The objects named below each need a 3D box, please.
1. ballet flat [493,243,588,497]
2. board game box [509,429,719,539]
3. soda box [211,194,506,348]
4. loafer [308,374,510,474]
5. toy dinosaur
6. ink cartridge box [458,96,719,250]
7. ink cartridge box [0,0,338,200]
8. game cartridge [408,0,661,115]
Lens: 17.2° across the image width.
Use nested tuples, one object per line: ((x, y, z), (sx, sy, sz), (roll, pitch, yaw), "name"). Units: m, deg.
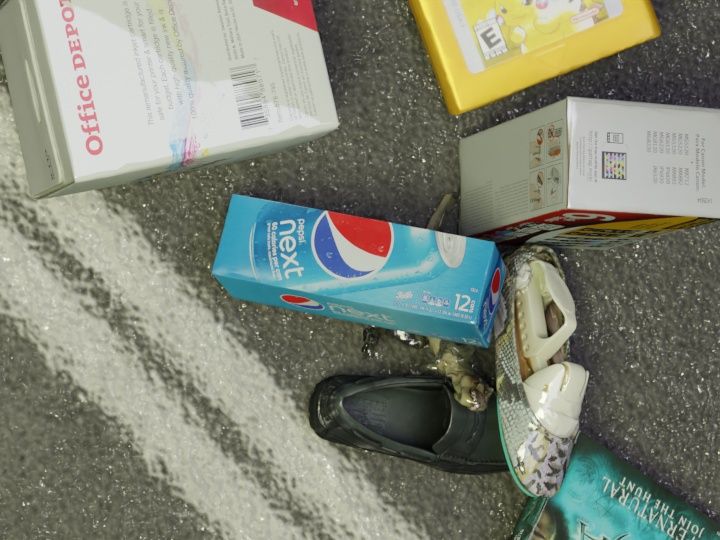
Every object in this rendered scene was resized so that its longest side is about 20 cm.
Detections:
((0.135, 0.067, 1.769), (0.072, 0.072, 0.202), (5, 61, -20), "ballet flat")
((0.202, 0.227, 1.819), (0.200, 0.028, 0.136), (33, 75, -26), "board game box")
((0.000, 0.000, 1.710), (0.199, 0.068, 0.065), (10, 76, 14), "soda box")
((0.060, 0.115, 1.772), (0.199, 0.070, 0.069), (9, 82, -20), "loafer")
((0.044, 0.027, 1.766), (0.088, 0.048, 0.201), (2, 55, -17), "toy dinosaur")
((0.190, -0.068, 1.766), (0.174, 0.200, 0.084), (3, 83, -20), "ink cartridge box")
((-0.142, -0.142, 1.681), (0.199, 0.145, 0.146), (-12, 90, -21), "ink cartridge box")
((0.116, -0.242, 1.807), (0.175, 0.032, 0.201), (-22, 101, -2), "game cartridge")
